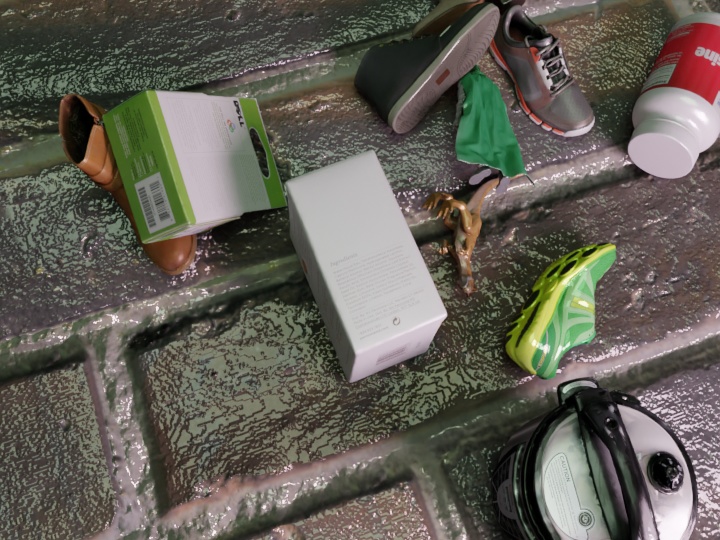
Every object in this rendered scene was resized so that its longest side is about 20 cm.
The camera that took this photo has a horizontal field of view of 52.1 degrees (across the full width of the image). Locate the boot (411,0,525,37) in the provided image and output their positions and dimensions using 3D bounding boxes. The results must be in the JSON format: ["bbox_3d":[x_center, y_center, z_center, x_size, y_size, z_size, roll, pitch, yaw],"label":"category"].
[{"bbox_3d":[0.132,-0.403,1.033,0.197,0.071,0.148,-23,68,-12],"label":"boot"}]

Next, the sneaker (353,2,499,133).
[{"bbox_3d":[0.081,-0.286,0.950,0.200,0.075,0.106,-45,66,5],"label":"sneaker"}]

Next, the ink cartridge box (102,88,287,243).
[{"bbox_3d":[-0.183,-0.124,0.863,0.075,0.199,0.151,-17,91,28],"label":"ink cartridge box"}]

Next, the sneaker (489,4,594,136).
[{"bbox_3d":[0.242,-0.268,0.980,0.076,0.082,0.201,-34,76,-14],"label":"sneaker"}]

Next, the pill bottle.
[{"bbox_3d":[0.427,-0.227,0.964,0.111,0.113,0.202,28,72,6],"label":"pill bottle"}]

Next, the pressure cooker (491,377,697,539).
[{"bbox_3d":[0.236,0.218,0.745,0.174,0.200,0.180,35,73,7],"label":"pressure cooker"}]

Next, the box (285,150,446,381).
[{"bbox_3d":[0.000,0.000,0.827,0.104,0.153,0.203,-20,74,-10],"label":"box"}]

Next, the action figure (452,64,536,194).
[{"bbox_3d":[0.158,-0.193,0.949,0.116,0.055,0.203,18,51,-25],"label":"action figure"}]

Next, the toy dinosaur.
[{"bbox_3d":[0.134,-0.065,0.927,0.106,0.060,0.203,34,64,-30],"label":"toy dinosaur"}]

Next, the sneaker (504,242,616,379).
[{"bbox_3d":[0.249,0.047,0.890,0.084,0.074,0.200,47,69,-14],"label":"sneaker"}]

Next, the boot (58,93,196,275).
[{"bbox_3d":[-0.265,-0.098,0.841,0.075,0.155,0.203,-23,73,7],"label":"boot"}]
